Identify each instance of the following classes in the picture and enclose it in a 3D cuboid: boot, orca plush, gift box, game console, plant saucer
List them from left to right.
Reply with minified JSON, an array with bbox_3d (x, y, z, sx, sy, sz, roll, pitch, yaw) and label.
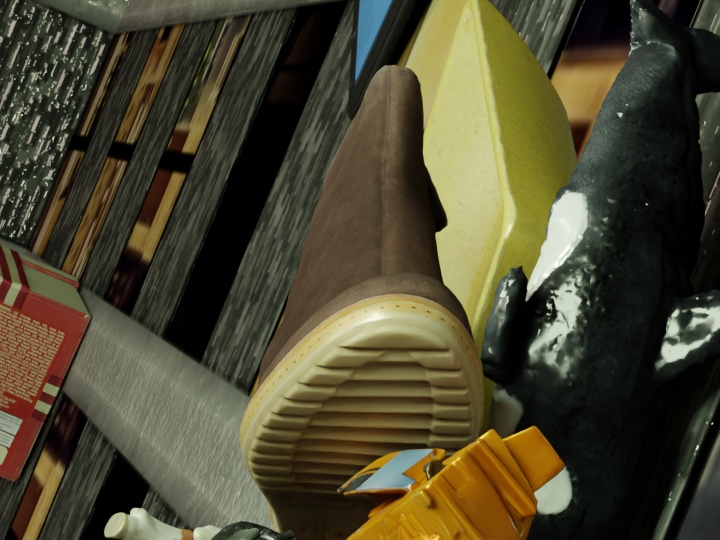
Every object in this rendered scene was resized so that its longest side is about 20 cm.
[{"bbox_3d":[-0.354,0.069,2.184,0.200,0.184,0.187,-60,16,5],"label":"gift box"},{"bbox_3d":[-0.007,-0.219,1.461,0.116,0.176,0.200,-30,29,20],"label":"game console"},{"bbox_3d":[0.000,0.000,0.851,0.200,0.072,0.167,110,167,-61],"label":"boot"},{"bbox_3d":[0.042,0.024,0.957,0.200,0.048,0.200,-93,18,-61],"label":"plant saucer"},{"bbox_3d":[0.101,0.010,0.831,0.200,0.071,0.105,-63,-35,-28],"label":"orca plush"}]

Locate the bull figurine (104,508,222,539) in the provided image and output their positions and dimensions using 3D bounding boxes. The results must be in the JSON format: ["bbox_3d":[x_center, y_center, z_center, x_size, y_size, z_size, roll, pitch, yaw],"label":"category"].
[{"bbox_3d":[-0.076,0.196,1.065,0.065,0.121,0.200,-18,40,41],"label":"bull figurine"}]

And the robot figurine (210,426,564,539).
[{"bbox_3d":[0.023,0.122,0.788,0.058,0.145,0.200,-36,-3,-28],"label":"robot figurine"}]
